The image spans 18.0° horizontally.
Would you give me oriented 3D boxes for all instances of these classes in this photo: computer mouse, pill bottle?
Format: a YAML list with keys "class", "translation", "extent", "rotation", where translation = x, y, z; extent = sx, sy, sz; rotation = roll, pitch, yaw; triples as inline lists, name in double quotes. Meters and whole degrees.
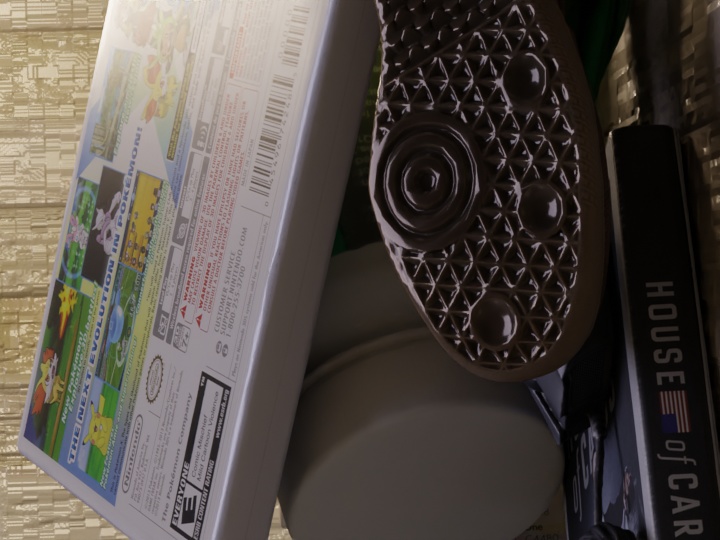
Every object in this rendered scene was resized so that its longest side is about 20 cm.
- class: "computer mouse"
  translation: [0.056, 0.051, 0.646]
  extent: [0.059, 0.034, 0.201]
  rotation: [95, 173, -53]
- class: "pill bottle"
  translation: [0.000, 0.000, 0.799]
  extent: [0.113, 0.113, 0.200]
  rotation: [92, 165, -48]

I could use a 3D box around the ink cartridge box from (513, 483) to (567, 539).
- class: "ink cartridge box"
  translation: [0.054, 0.118, 0.852]
  extent: [0.116, 0.067, 0.201]
  rotation: [90, 177, -56]

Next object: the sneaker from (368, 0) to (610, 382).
- class: "sneaker"
  translation: [0.041, -0.066, 0.656]
  extent: [0.075, 0.070, 0.201]
  rotation: [6, -112, -58]

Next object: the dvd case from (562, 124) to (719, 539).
- class: "dvd case"
  translation: [0.084, 0.080, 0.678]
  extent: [0.150, 0.025, 0.201]
  rotation: [95, 172, -63]

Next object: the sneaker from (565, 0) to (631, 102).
- class: "sneaker"
  translation: [0.062, -0.118, 0.748]
  extent: [0.083, 0.074, 0.201]
  rotation: [-16, 68, 58]

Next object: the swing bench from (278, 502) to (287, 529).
- class: "swing bench"
  translation: [0.005, 0.010, 1.274]
  extent: [0.200, 0.129, 0.200]
  rotation: [-111, 20, -66]

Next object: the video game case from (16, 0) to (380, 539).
- class: "video game case"
  translation: [-0.059, -0.011, 0.770]
  extent: [0.182, 0.022, 0.201]
  rotation: [22, 101, 60]
